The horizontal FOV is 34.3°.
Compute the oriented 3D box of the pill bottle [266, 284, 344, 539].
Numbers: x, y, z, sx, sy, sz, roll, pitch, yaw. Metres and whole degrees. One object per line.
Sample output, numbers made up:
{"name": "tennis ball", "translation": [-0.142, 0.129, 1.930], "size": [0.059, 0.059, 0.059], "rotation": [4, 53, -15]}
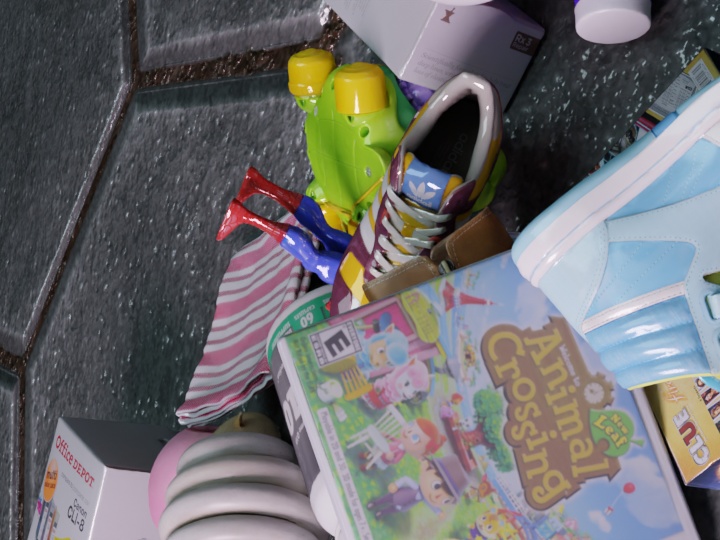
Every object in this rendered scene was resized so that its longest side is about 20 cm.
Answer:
{"name": "pill bottle", "translation": [0.009, 0.115, 0.811], "size": [0.114, 0.112, 0.202], "rotation": [-54, 40, 31]}

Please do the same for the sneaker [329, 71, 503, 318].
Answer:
{"name": "sneaker", "translation": [0.031, -0.030, 0.728], "size": [0.090, 0.074, 0.203], "rotation": [62, -131, -79]}

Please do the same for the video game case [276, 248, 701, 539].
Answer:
{"name": "video game case", "translation": [0.071, 0.100, 0.627], "size": [0.022, 0.179, 0.203], "rotation": [106, 144, -82]}

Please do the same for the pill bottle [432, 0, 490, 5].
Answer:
{"name": "pill bottle", "translation": [0.067, -0.244, 0.753], "size": [0.113, 0.111, 0.201], "rotation": [-62, 6, 23]}

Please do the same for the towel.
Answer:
{"name": "towel", "translation": [-0.092, 0.030, 1.013], "size": [0.146, 0.030, 0.202], "rotation": [-33, 35, 44]}

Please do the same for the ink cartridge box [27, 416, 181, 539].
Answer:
{"name": "ink cartridge box", "translation": [-0.217, 0.255, 1.075], "size": [0.145, 0.143, 0.203], "rotation": [20, 96, 56]}

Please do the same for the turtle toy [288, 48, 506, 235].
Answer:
{"name": "turtle toy", "translation": [0.025, -0.088, 0.860], "size": [0.199, 0.100, 0.148], "rotation": [29, 130, 55]}

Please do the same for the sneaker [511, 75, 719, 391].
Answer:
{"name": "sneaker", "translation": [0.186, -0.017, 0.574], "size": [0.199, 0.079, 0.132], "rotation": [-38, 74, 18]}

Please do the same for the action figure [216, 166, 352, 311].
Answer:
{"name": "action figure", "translation": [0.000, 0.000, 0.805], "size": [0.052, 0.198, 0.066], "rotation": [-61, 4, 37]}

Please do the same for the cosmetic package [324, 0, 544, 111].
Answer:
{"name": "cosmetic package", "translation": [0.041, -0.202, 0.877], "size": [0.075, 0.100, 0.201], "rotation": [-62, 35, 23]}

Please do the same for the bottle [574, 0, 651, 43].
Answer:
{"name": "bottle", "translation": [0.159, -0.247, 0.744], "size": [0.083, 0.064, 0.204], "rotation": [-21, 63, 59]}

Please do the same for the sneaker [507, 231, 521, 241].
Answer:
{"name": "sneaker", "translation": [0.098, 0.076, 0.737], "size": [0.071, 0.072, 0.204], "rotation": [-1, 86, 23]}

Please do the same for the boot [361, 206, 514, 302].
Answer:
{"name": "boot", "translation": [0.043, 0.074, 0.674], "size": [0.156, 0.199, 0.074], "rotation": [55, 169, -2]}

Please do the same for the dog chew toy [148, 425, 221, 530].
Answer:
{"name": "dog chew toy", "translation": [-0.116, 0.233, 0.960], "size": [0.124, 0.123, 0.204], "rotation": [0, 87, 56]}

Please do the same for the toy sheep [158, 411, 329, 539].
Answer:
{"name": "toy sheep", "translation": [-0.081, 0.192, 0.836], "size": [0.138, 0.136, 0.202], "rotation": [-45, 36, 39]}

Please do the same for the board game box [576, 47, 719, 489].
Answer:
{"name": "board game box", "translation": [0.194, -0.003, 0.641], "size": [0.136, 0.034, 0.202], "rotation": [-49, 43, 36]}
